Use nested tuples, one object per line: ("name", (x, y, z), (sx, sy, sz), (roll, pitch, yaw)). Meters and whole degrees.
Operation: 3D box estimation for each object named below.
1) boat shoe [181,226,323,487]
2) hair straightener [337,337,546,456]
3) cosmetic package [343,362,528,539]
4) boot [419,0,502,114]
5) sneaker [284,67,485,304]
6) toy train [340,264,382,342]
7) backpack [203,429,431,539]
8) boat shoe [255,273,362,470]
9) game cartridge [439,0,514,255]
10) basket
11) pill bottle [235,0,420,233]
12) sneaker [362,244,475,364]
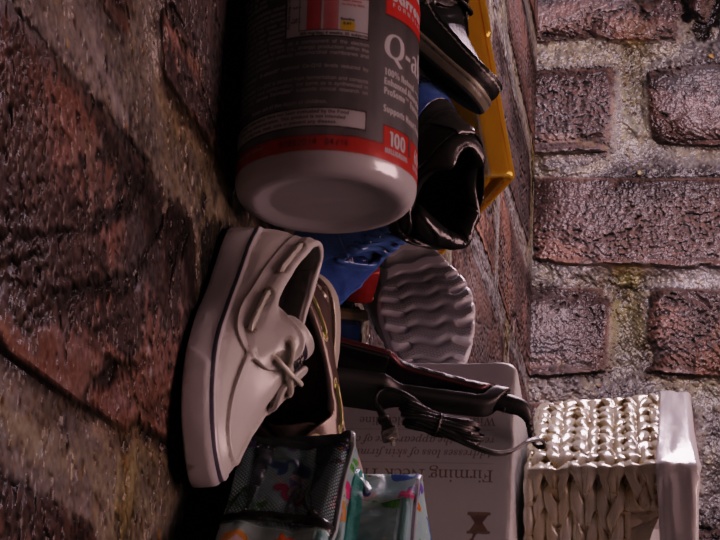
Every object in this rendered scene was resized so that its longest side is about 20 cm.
("boat shoe", (-0.060, 0.048, 1.186), (0.200, 0.065, 0.072), (-77, 164, -53))
("hair straightener", (0.030, 0.096, 1.353), (0.077, 0.199, 0.041), (-76, -175, -46))
("cosmetic package", (0.034, 0.190, 1.437), (0.167, 0.166, 0.201), (75, 17, -60))
("boot", (0.074, -0.218, 1.379), (0.204, 0.154, 0.074), (53, 2, 33))
("sneaker", (0.019, -0.031, 1.360), (0.076, 0.111, 0.201), (0, 127, -42))
("toy train", (0.000, 0.000, 1.476), (0.046, 0.034, 0.201), (-113, -147, -58))
("backpack", (-0.031, 0.210, 1.151), (0.200, 0.150, 0.178), (-67, 156, -56))
("boat shoe", (-0.041, 0.098, 1.298), (0.059, 0.071, 0.201), (14, 72, -74))
("game cartridge", (0.065, -0.131, 1.584), (0.176, 0.032, 0.201), (132, -44, -62))
("basket", (0.183, 0.174, 1.459), (0.200, 0.123, 0.136), (-58, 148, -77))
("pill bottle", (-0.019, -0.135, 1.278), (0.116, 0.115, 0.201), (64, 26, -69))
("sneaker", (0.041, 0.028, 1.543), (0.201, 0.074, 0.082), (-104, -166, -47))
